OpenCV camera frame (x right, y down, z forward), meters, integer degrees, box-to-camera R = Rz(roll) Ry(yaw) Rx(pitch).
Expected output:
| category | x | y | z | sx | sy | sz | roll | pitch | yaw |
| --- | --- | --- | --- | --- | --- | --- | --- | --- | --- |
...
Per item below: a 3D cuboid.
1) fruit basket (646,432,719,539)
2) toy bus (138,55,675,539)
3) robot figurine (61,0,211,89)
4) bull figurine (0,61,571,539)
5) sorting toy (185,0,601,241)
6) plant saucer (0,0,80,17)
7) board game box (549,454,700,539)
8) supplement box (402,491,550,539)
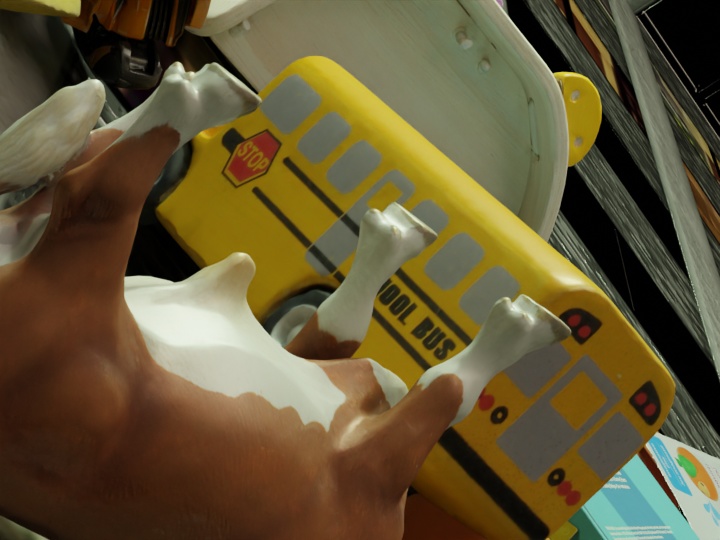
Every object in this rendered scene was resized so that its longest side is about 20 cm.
| category | x | y | z | sx | sy | sz | roll | pitch | yaw |
| --- | --- | --- | --- | --- | --- | --- | --- | --- | --- |
| fruit basket | 0.223 | 0.164 | 1.246 | 0.200 | 0.094 | 0.186 | 33 | 27 | -54 |
| toy bus | 0.000 | 0.000 | 0.730 | 0.065 | 0.078 | 0.200 | 46 | -1 | -38 |
| robot figurine | -0.079 | -0.151 | 0.814 | 0.058 | 0.145 | 0.200 | 10 | 37 | -24 |
| bull figurine | -0.028 | 0.033 | 0.577 | 0.065 | 0.122 | 0.200 | 37 | 1 | 43 |
| sorting toy | -0.008 | -0.100 | 1.060 | 0.200 | 0.107 | 0.180 | 48 | -3 | -38 |
| plant saucer | -0.155 | -0.157 | 0.633 | 0.200 | 0.048 | 0.200 | 70 | 14 | 7 |
| board game box | 0.042 | 0.047 | 0.899 | 0.200 | 0.047 | 0.151 | 54 | 11 | 16 |
| supplement box | 0.066 | 0.148 | 0.747 | 0.200 | 0.069 | 0.067 | 48 | 16 | -31 |
